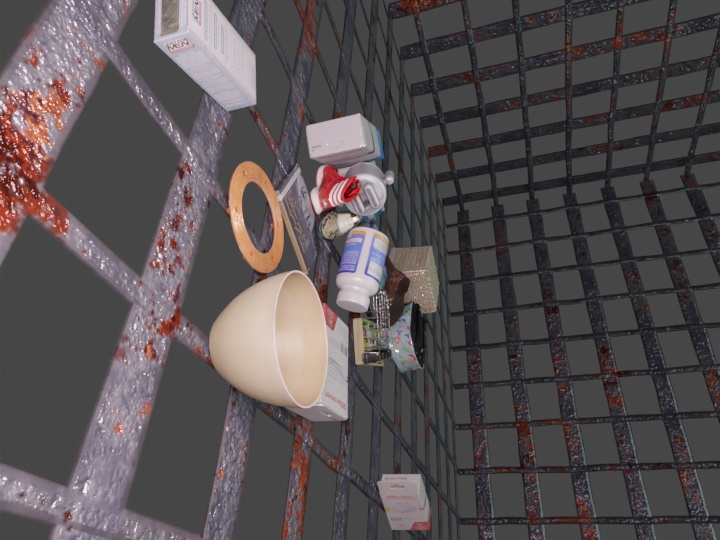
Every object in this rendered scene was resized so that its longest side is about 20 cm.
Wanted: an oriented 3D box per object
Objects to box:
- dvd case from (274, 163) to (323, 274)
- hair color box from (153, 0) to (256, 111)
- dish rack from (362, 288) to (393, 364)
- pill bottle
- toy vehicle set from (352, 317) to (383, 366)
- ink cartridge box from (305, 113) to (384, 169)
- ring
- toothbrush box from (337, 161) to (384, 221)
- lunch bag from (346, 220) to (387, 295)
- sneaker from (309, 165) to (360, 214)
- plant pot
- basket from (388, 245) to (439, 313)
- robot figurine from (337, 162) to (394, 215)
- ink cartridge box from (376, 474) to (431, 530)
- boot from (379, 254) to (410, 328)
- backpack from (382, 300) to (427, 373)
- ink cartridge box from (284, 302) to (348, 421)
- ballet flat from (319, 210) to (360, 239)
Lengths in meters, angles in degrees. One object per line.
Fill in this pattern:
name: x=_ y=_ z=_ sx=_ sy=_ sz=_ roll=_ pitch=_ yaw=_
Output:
dvd case: x=-0.131 y=-0.114 z=1.194 sx=0.149 sy=0.016 sz=0.201 roll=-73 pitch=150 yaw=-56
hair color box: x=-0.236 y=-0.347 z=0.856 sx=0.200 sy=0.060 sz=0.100 roll=38 pitch=46 yaw=-69
dish rack: x=0.048 y=0.152 z=1.502 sx=0.153 sy=0.054 sz=0.201 roll=14 pitch=74 yaw=-74
pill bottle: x=0.000 y=0.000 z=1.394 sx=0.112 sy=0.112 sz=0.201 roll=54 pitch=46 yaw=-59
toy vehicle set: x=0.024 y=0.209 z=1.561 sx=0.200 sy=0.026 sz=0.125 roll=33 pitch=51 yaw=-70
ink cartridge box: x=-0.035 y=-0.325 z=1.393 sx=0.200 sy=0.144 sz=0.085 roll=-10 pitch=90 yaw=-75
ring: x=-0.188 y=-0.094 z=0.979 sx=0.200 sy=0.019 sz=0.201 roll=-9 pitch=90 yaw=-74
toothbrush box: x=0.001 y=-0.254 z=1.597 sx=0.146 sy=0.085 sz=0.201 roll=-50 pitch=129 yaw=-69
lunch bag: x=0.021 y=-0.037 z=1.578 sx=0.161 sy=0.082 sz=0.201 roll=-63 pitch=144 yaw=-68
sneaker: x=-0.050 y=-0.206 z=1.329 sx=0.200 sy=0.115 sz=0.079 roll=-83 pitch=159 yaw=-51
plant pot: x=-0.145 y=0.107 z=0.820 sx=0.200 sy=0.134 sz=0.201 roll=-7 pitch=90 yaw=-74
basket: x=0.191 y=0.036 z=1.992 sx=0.200 sy=0.160 sz=0.199 roll=-68 pitch=147 yaw=-57
robot figurine: x=0.010 y=-0.215 z=1.424 sx=0.200 sy=0.169 sz=0.113 roll=-88 pitch=158 yaw=-63
ink cartridge box: x=0.125 y=0.642 z=1.542 sx=0.068 sy=0.116 sz=0.201 roll=-69 pitch=148 yaw=-58
boot: x=0.074 y=0.059 z=1.703 sx=0.187 sy=0.064 sz=0.200 roll=-66 pitch=-151 yaw=14
backpack: x=0.138 y=0.219 z=1.728 sx=0.200 sy=0.150 sz=0.178 roll=-91 pitch=162 yaw=-47
ink cartridge box: x=-0.085 y=0.187 z=1.087 sx=0.147 sy=0.082 sz=0.201 roll=55 pitch=31 yaw=-57
ballet flat: x=-0.043 y=-0.126 z=1.399 sx=0.200 sy=0.075 sz=0.068 roll=-40 pitch=119 yaw=-71
